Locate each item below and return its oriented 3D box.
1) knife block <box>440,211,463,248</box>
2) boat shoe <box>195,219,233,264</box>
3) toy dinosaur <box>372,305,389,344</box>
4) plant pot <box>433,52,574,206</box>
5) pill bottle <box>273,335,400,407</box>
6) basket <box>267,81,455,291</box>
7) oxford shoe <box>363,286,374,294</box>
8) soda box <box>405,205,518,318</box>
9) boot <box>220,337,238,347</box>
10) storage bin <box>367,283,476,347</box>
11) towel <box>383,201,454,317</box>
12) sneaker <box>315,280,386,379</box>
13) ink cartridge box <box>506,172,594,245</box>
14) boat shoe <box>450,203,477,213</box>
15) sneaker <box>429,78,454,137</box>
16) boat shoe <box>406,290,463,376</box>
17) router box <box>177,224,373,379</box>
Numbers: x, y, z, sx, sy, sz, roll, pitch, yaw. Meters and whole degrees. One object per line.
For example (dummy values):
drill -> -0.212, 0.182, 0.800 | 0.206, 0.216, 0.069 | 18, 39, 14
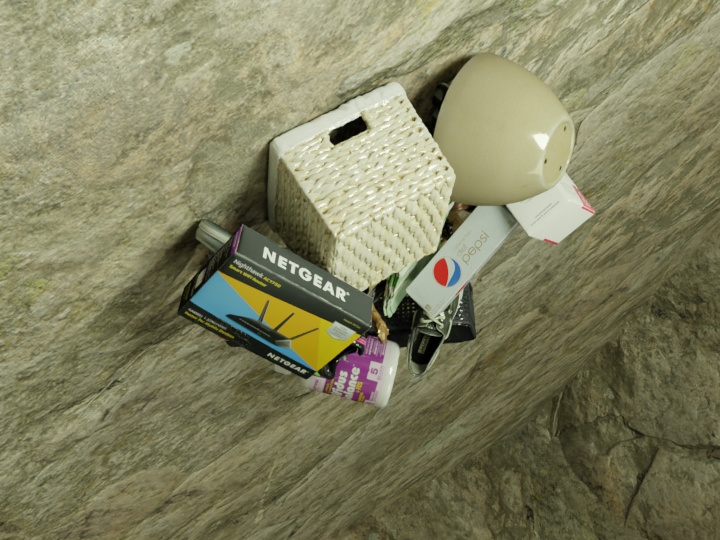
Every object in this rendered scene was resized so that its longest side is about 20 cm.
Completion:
knife block -> 0.095, -0.037, 1.709 | 0.174, 0.064, 0.201 | -17, 152, -40
boat shoe -> -0.148, 0.012, 1.314 | 0.065, 0.074, 0.202 | -48, 132, -8
toy dinosaur -> -0.025, 0.026, 1.515 | 0.061, 0.199, 0.106 | -51, 173, -5
plant pot -> 0.201, -0.170, 1.337 | 0.200, 0.133, 0.203 | -36, 137, -42
pill bottle -> -0.040, 0.151, 1.698 | 0.112, 0.197, 0.114 | -166, -90, -90
basket -> 0.000, -0.095, 1.302 | 0.196, 0.162, 0.201 | -28, 156, -19
oxford shoe -> 0.000, 0.000, 1.482 | 0.200, 0.069, 0.076 | 25, 83, -76
soda box -> 0.158, -0.024, 1.544 | 0.201, 0.064, 0.068 | -51, 171, 18
boot -> -0.138, 0.085, 1.484 | 0.142, 0.074, 0.200 | 5, 170, -12
storage bin -> 0.096, 0.072, 1.771 | 0.196, 0.095, 0.135 | -5, 162, 11
towel -> 0.085, -0.019, 1.534 | 0.153, 0.023, 0.201 | -51, 167, -18
sneaker -> -0.010, 0.086, 1.600 | 0.201, 0.084, 0.077 | -53, 153, 3
ink cartridge box -> 0.246, -0.147, 1.525 | 0.084, 0.201, 0.144 | -40, 160, 19
boat shoe -> 0.170, -0.124, 1.592 | 0.071, 0.069, 0.199 | -4, -177, 24
sneaker -> 0.142, -0.194, 1.434 | 0.088, 0.074, 0.201 | -30, 155, -27
boat shoe -> 0.119, 0.080, 1.645 | 0.064, 0.070, 0.203 | -73, 177, -63
router box -> -0.105, 0.044, 1.262 | 0.198, 0.052, 0.149 | 29, 133, -22
